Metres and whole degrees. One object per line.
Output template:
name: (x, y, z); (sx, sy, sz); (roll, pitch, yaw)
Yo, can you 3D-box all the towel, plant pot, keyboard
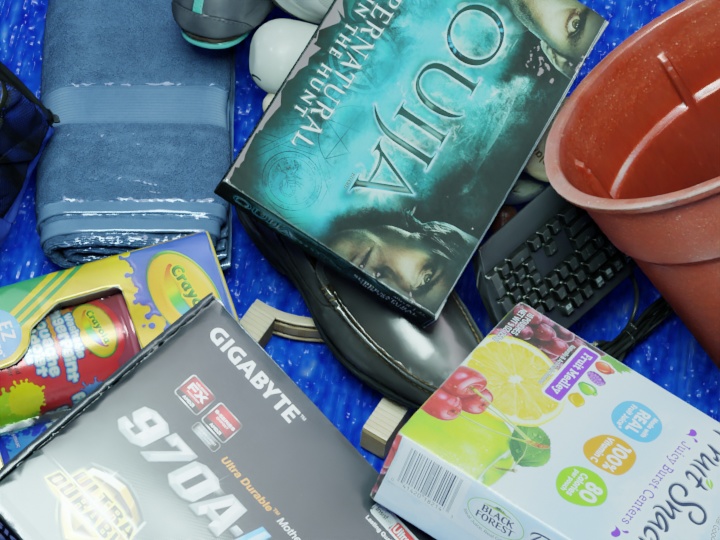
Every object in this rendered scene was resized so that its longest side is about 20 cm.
towel: (-0.128, -0.091, 1.602); (0.112, 0.049, 0.200); (2, 63, -4)
plant pot: (0.232, -0.027, 1.492); (0.201, 0.201, 0.195); (-47, 119, -24)
keyboard: (0.149, -0.011, 1.558); (0.200, 0.127, 0.021); (-39, 31, -27)

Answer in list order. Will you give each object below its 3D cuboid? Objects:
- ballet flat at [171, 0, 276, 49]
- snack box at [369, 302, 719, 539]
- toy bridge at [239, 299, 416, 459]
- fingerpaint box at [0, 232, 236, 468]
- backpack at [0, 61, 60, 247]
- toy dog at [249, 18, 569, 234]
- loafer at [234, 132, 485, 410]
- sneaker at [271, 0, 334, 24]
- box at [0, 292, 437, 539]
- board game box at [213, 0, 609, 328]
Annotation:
ballet flat: (-0.051, -0.196, 1.608); (0.073, 0.073, 0.200); (25, 36, 8)
snack box: (0.126, 0.113, 1.395); (0.200, 0.053, 0.142); (32, 40, 12)
toy bridge: (0.024, 0.071, 1.541); (0.200, 0.027, 0.067); (29, 63, 12)
fingerpaint box: (-0.129, 0.100, 1.462); (0.167, 0.073, 0.200); (-15, 74, -13)
backpack: (-0.271, -0.073, 1.482); (0.162, 0.200, 0.168); (18, 78, 16)
toy dog: (0.032, -0.071, 1.579); (0.200, 0.132, 0.096); (16, 91, 11)
loafer: (0.000, 0.000, 1.519); (0.073, 0.072, 0.200); (-41, 69, -17)
sneaker: (0.042, -0.163, 1.565); (0.115, 0.200, 0.076); (10, 89, 44)
box: (-0.067, 0.136, 1.387); (0.159, 0.046, 0.200); (-40, 83, -20)
board game box: (0.030, -0.088, 1.495); (0.135, 0.028, 0.200); (32, 71, -6)
